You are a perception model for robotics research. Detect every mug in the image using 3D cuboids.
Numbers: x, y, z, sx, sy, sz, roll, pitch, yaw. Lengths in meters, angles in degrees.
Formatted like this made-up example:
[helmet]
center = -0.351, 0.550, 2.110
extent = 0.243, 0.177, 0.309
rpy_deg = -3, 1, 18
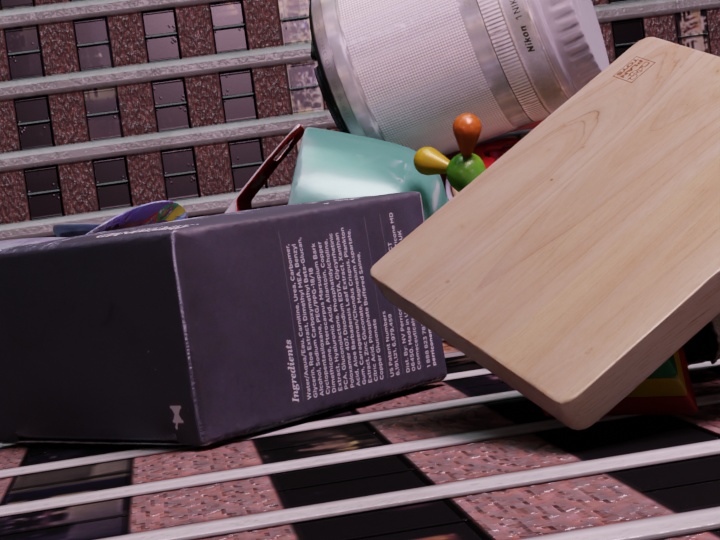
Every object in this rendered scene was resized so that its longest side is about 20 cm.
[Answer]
[mug]
center = 0.000, -0.002, 1.231
extent = 0.113, 0.187, 0.152
rpy_deg = 10, -16, -1

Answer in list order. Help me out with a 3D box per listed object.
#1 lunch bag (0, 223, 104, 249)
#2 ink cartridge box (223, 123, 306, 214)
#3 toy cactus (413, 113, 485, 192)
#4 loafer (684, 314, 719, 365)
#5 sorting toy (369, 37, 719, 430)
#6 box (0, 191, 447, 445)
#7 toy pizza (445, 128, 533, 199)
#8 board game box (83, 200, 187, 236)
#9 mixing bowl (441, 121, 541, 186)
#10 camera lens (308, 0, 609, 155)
[lunch bag]
center = -0.236, 0.024, 1.441
extent = 0.198, 0.129, 0.169
rpy_deg = -1, 0, -37
[ink cartridge box]
center = -0.086, -0.010, 1.236
extent = 0.200, 0.050, 0.162
rpy_deg = -51, 2, 2
[toy cactus]
center = 0.103, -0.015, 1.118
extent = 0.198, 0.103, 0.166
rpy_deg = 11, 41, -9
[loafer]
center = 0.190, 0.012, 0.903
extent = 0.199, 0.076, 0.068
rpy_deg = -27, 13, 17
[sorting toy]
center = 0.135, -0.010, 0.838
extent = 0.200, 0.070, 0.199
rpy_deg = -40, 29, -9
[box]
center = -0.089, 0.027, 1.018
extent = 0.195, 0.119, 0.199
rpy_deg = -5, 5, 44
[toy pizza]
center = 0.162, -0.062, 1.279
extent = 0.198, 0.032, 0.201
rpy_deg = 2, 34, -2
[board game box]
center = -0.180, 0.037, 1.160
extent = 0.200, 0.039, 0.158
rpy_deg = -48, -14, 24
[mixing bowl]
center = 0.097, -0.065, 1.423
extent = 0.198, 0.203, 0.108
rpy_deg = -6, -1, 31
[camera lens]
center = 0.071, -0.174, 1.299
extent = 0.198, 0.162, 0.160
rpy_deg = -19, 0, 15
